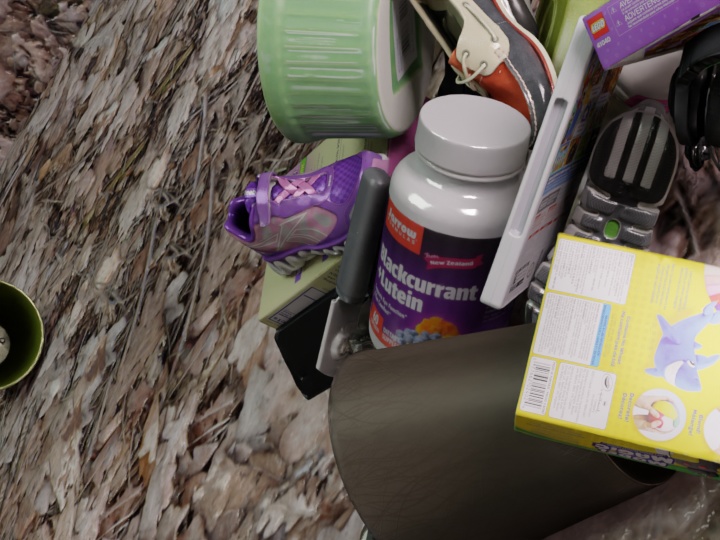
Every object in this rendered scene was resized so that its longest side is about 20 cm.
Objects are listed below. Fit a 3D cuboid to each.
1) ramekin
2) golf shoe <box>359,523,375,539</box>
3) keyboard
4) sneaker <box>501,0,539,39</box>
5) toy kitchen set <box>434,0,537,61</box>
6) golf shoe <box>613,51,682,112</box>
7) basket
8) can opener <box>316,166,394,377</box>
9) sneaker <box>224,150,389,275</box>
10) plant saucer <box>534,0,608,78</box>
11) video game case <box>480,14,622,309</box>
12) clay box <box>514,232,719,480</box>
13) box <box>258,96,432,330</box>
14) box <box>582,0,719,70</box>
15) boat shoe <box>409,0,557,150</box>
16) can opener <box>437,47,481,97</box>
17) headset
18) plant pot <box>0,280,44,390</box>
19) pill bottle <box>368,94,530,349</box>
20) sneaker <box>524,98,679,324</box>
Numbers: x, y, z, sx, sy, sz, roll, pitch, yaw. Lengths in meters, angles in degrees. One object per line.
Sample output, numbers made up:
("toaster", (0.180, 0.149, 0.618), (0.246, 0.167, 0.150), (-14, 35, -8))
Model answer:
("ramekin", (-0.004, -0.205, 1.115), (0.097, 0.200, 0.200), (6, 66, 18))
("golf shoe", (0.015, 0.256, 0.978), (0.094, 0.078, 0.200), (-42, 33, 38))
("keyboard", (0.008, 0.059, 1.179), (0.200, 0.040, 0.104), (-33, 78, 43))
("sneaker", (0.129, -0.274, 1.097), (0.079, 0.074, 0.201), (-11, 62, 9))
("toy kitchen set", (0.037, -0.251, 1.287), (0.200, 0.163, 0.180), (-60, 26, 9))
("golf shoe", (0.216, -0.208, 0.987), (0.092, 0.075, 0.200), (92, -179, -53))
("basket", (0.103, 0.110, 0.874), (0.200, 0.181, 0.136), (-23, 8, 42))
("can opener", (0.000, 0.000, 1.097), (0.067, 0.053, 0.200), (-125, 42, -53))
("sneaker", (-0.053, -0.057, 1.150), (0.200, 0.088, 0.081), (-26, 44, 50))
("plant saucer", (0.162, -0.189, 1.058), (0.200, 0.031, 0.200), (-167, 90, -87))
("video game case", (0.141, -0.080, 0.910), (0.143, 0.018, 0.200), (-28, -42, -65))
("clay box", (0.197, 0.057, 0.744), (0.048, 0.200, 0.115), (77, -152, -69))
("box", (0.004, -0.046, 1.242), (0.200, 0.097, 0.176), (-36, 38, 43))
("box", (0.251, -0.184, 0.814), (0.137, 0.200, 0.039), (-27, 85, 48))
("boat shoe", (0.092, -0.173, 1.013), (0.200, 0.062, 0.071), (65, 153, 21))
("can opener", (0.093, -0.206, 1.141), (0.079, 0.200, 0.063), (16, 48, 41))
("headset", (0.251, -0.112, 0.825), (0.200, 0.123, 0.094), (119, 169, -72))
("plant pot", (-0.638, 0.120, 2.229), (0.200, 0.187, 0.188), (151, 139, -72))
("pill bottle", (0.072, -0.026, 0.996), (0.112, 0.111, 0.200), (-107, 20, -54))
("sneaker", (0.183, -0.033, 0.951), (0.116, 0.075, 0.200), (-54, -14, -61))
